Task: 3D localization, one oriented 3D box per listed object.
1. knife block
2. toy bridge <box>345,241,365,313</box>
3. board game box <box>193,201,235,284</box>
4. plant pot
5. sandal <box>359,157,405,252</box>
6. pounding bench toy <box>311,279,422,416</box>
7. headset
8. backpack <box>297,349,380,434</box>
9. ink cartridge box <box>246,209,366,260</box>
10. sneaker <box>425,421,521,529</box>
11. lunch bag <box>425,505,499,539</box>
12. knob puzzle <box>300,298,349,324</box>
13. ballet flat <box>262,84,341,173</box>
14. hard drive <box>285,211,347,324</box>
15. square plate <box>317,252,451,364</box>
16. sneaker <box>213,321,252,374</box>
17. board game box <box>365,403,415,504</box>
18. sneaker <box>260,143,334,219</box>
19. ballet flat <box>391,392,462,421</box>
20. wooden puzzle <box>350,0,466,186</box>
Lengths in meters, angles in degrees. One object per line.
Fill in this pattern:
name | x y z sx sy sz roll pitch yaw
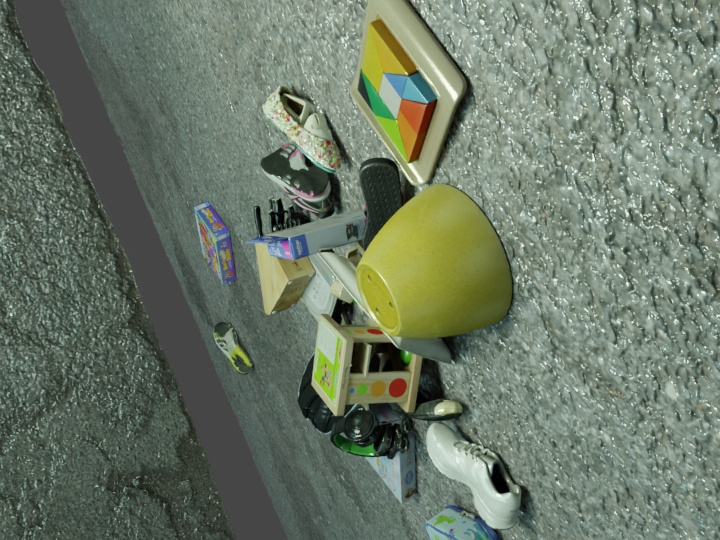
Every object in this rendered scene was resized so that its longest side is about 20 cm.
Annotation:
knife block | -0.165 -0.035 1.463 0.177 0.063 0.200 60 146 19
toy bridge | 0.000 0.000 1.282 0.068 0.027 0.201 55 161 25
board game box | -0.409 -0.076 2.129 0.135 0.044 0.201 50 154 32
plant pot | 0.078 0.007 0.980 0.200 0.141 0.202 49 153 35
sandal | 0.036 -0.088 1.083 0.202 0.074 0.045 83 -174 -45
pounding bench toy | 0.022 0.114 1.222 0.124 0.154 0.203 -146 60 -63
headset | 0.026 0.311 1.380 0.123 0.095 0.199 30 139 -26
backpack | -0.041 0.225 1.465 0.163 0.153 0.201 42 112 22
ink cartridge box | -0.065 -0.053 1.158 0.119 0.198 0.043 9 112 65
sneaker | 0.182 0.304 1.183 0.200 0.074 0.088 42 138 31
lunch bag | 0.200 0.527 1.343 0.160 0.082 0.202 -6 108 66
knob puzzle | -0.080 0.072 1.559 0.220 0.030 0.221 48 152 35
ballet flat | -0.092 -0.235 1.214 0.200 0.075 0.064 44 118 30
hard drive | -0.092 0.002 1.464 0.201 0.037 0.141 53 143 29
square plate | 0.045 0.052 1.124 0.198 0.028 0.199 49 -168 29
sneaker | -0.429 0.266 2.504 0.201 0.074 0.085 57 158 18
board game box | 0.042 0.347 1.563 0.199 0.041 0.202 45 150 41
sneaker | -0.110 -0.149 1.334 0.200 0.080 0.087 48 165 47
ballet flat | 0.105 0.220 1.261 0.199 0.066 0.058 -12 71 64
wooden puzzle | 0.046 -0.225 0.942 0.186 0.037 0.201 58 157 18
